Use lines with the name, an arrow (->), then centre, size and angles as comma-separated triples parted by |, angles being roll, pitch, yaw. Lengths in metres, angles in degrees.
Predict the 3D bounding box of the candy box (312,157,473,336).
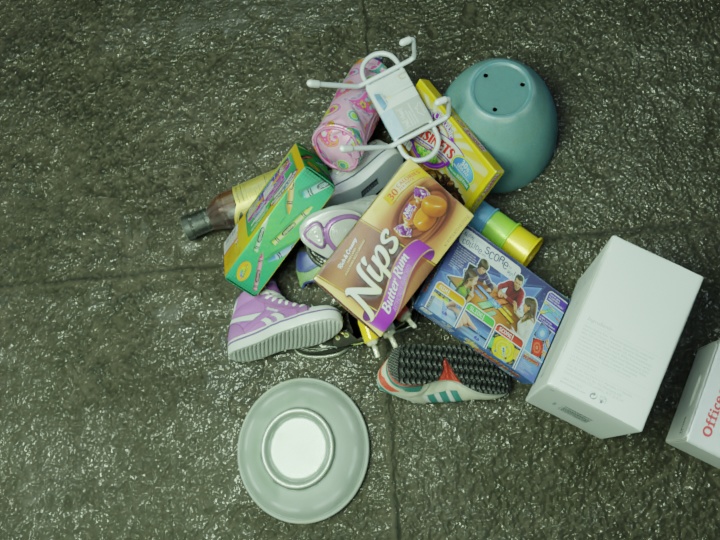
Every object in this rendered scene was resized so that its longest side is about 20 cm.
candy box -> 0.041, -0.030, 0.876 | 0.116, 0.056, 0.201 | 40, 85, -4

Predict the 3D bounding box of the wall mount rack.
wall mount rack -> 0.028, -0.240, 0.952 | 0.171, 0.075, 0.203 | -26, 69, -1

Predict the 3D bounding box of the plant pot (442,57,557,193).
plant pot -> 0.207, -0.239, 1.010 | 0.195, 0.135, 0.205 | -2, 73, 6

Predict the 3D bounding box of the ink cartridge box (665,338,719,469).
ink cartridge box -> 0.526, 0.201, 0.870 | 0.197, 0.084, 0.147 | 25, 78, 12

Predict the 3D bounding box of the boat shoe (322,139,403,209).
boat shoe -> -0.022, -0.133, 1.040 | 0.199, 0.074, 0.065 | -37, 59, -23

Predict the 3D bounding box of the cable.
cable -> 0.005, 0.016, 0.935 | 0.096, 0.050, 0.202 | -35, 81, -4

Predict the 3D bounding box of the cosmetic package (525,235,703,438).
cosmetic package -> 0.319, 0.096, 0.865 | 0.121, 0.200, 0.203 | 24, 79, 13

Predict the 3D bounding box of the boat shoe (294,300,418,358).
boat shoe -> -0.011, 0.076, 0.984 | 0.197, 0.061, 0.073 | -18, 73, 1

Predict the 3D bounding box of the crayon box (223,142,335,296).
crayon box -> -0.123, -0.077, 0.977 | 0.058, 0.119, 0.201 | 32, 105, -25

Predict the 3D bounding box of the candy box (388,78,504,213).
candy box -> 0.121, -0.177, 0.983 | 0.103, 0.026, 0.202 | -53, 57, 34

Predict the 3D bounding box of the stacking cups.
stacking cups -> 0.179, -0.079, 1.014 | 0.199, 0.061, 0.061 | 38, 81, 21

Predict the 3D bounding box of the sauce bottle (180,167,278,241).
sauce bottle -> -0.186, -0.103, 1.057 | 0.196, 0.066, 0.067 | -23, 72, 2

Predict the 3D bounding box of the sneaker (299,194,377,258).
sneaker -> -0.001, -0.064, 0.956 | 0.196, 0.099, 0.077 | -8, 111, -25

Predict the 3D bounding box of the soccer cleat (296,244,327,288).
soccer cleat -> 0.000, 0.000, 1.006 | 0.195, 0.065, 0.086 | 4, 100, 5

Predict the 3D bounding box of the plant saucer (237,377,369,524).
plant saucer -> -0.085, 0.252, 0.949 | 0.195, 0.050, 0.205 | -2, 73, 7

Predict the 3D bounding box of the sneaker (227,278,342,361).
sneaker -> -0.114, 0.054, 0.972 | 0.197, 0.073, 0.117 | -15, 59, 26

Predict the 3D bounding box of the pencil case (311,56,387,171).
pencil case -> -0.005, -0.245, 1.031 | 0.085, 0.089, 0.202 | 16, 50, 11

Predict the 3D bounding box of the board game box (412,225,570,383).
board game box -> 0.185, 0.046, 0.928 | 0.198, 0.034, 0.137 | 35, 73, -11

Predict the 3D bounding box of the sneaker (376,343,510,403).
sneaker -> 0.114, 0.152, 0.948 | 0.195, 0.094, 0.072 | 7, 62, -20
